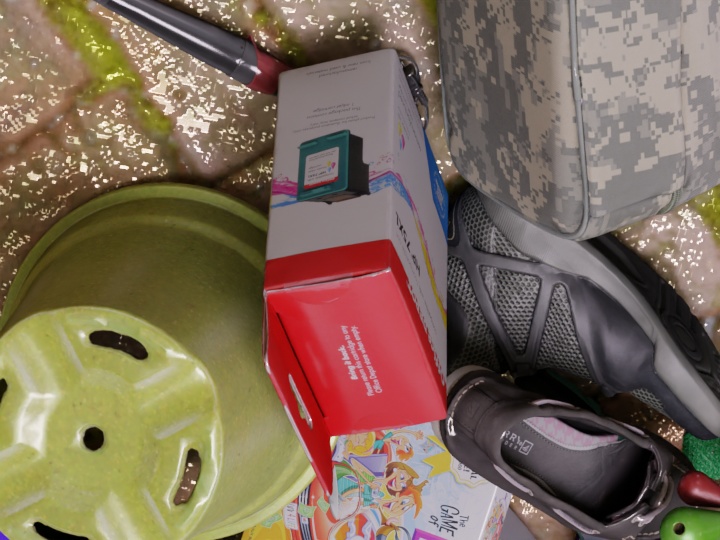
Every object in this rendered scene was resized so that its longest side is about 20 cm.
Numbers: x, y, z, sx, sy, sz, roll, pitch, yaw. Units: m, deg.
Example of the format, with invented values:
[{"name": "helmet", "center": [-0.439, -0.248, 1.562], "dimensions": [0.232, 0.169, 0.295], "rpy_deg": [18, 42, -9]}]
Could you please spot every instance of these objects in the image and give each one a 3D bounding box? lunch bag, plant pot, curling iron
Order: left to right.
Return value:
[{"name": "plant pot", "center": [-0.115, 0.065, 1.136], "dimensions": [0.199, 0.184, 0.201], "rpy_deg": [1, 99, 8]}, {"name": "curling iron", "center": [-0.052, -0.116, 1.174], "dimensions": [0.199, 0.026, 0.050], "rpy_deg": [20, 120, -18]}, {"name": "lunch bag", "center": [0.137, -0.131, 1.129], "dimensions": [0.167, 0.139, 0.201], "rpy_deg": [-19, 120, -24]}]

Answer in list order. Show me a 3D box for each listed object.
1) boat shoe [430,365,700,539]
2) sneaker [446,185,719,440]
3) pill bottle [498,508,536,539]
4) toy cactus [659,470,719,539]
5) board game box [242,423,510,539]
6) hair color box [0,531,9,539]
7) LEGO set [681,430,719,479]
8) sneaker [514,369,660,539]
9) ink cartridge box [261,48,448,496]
[{"name": "boat shoe", "center": [0.121, 0.108, 1.185], "dimensions": [0.200, 0.057, 0.067], "rpy_deg": [26, 93, -36]}, {"name": "sneaker", "center": [0.115, 0.038, 1.237], "dimensions": [0.199, 0.076, 0.114], "rpy_deg": [40, 113, -7]}, {"name": "pill bottle", "center": [0.019, 0.223, 1.308], "dimensions": [0.200, 0.116, 0.116], "rpy_deg": [-39, 115, 11]}, {"name": "toy cactus", "center": [0.248, 0.146, 1.210], "dimensions": [0.199, 0.102, 0.166], "rpy_deg": [29, 89, -19]}, {"name": "board game box", "center": [-0.002, 0.169, 1.235], "dimensions": [0.134, 0.034, 0.201], "rpy_deg": [17, 88, 22]}, {"name": "hair color box", "center": [-0.178, 0.165, 1.198], "dimensions": [0.200, 0.109, 0.065], "rpy_deg": [18, 87, -44]}, {"name": "LEGO set", "center": [0.288, 0.074, 1.286], "dimensions": [0.154, 0.116, 0.200], "rpy_deg": [39, 121, -3]}, {"name": "sneaker", "center": [0.141, 0.148, 1.294], "dimensions": [0.087, 0.074, 0.200], "rpy_deg": [-42, 104, 8]}, {"name": "ink cartridge box", "center": [0.000, 0.000, 1.126], "dimensions": [0.067, 0.201, 0.116], "rpy_deg": [-10, 136, 13]}]
